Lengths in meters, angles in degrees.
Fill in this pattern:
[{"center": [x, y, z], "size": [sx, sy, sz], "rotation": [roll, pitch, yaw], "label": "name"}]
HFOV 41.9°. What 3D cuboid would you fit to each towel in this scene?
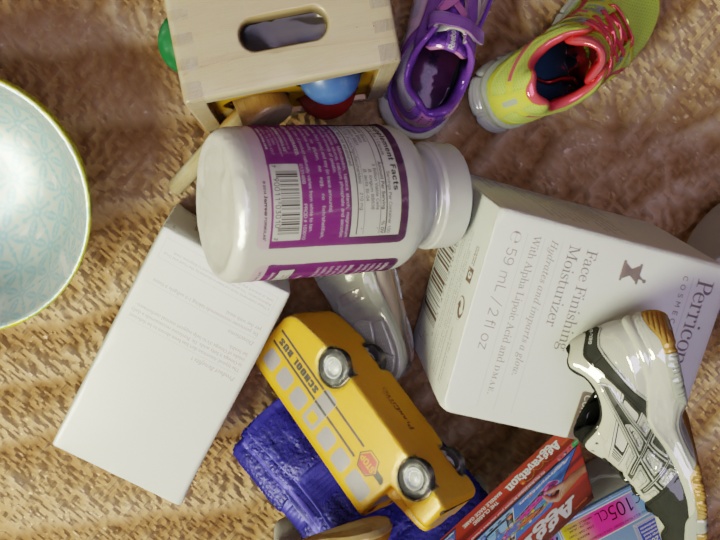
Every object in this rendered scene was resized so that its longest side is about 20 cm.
[{"center": [0.000, 0.175, 0.802], "size": [0.147, 0.050, 0.200], "rotation": [-41, 70, -11], "label": "towel"}]

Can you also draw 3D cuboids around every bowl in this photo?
[{"center": [-0.308, -0.063, 0.747], "size": [0.196, 0.108, 0.204], "rotation": [-3, 107, -9], "label": "bowl"}]

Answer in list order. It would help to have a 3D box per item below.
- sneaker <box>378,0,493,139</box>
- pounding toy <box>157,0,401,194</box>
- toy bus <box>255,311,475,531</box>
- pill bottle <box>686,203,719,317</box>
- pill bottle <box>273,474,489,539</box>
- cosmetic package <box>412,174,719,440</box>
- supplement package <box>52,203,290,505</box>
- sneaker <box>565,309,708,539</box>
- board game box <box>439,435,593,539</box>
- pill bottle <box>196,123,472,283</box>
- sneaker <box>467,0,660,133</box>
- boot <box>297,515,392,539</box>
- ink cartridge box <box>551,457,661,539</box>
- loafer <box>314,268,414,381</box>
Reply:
[{"center": [0.072, -0.206, 0.769], "size": [0.079, 0.089, 0.204], "rotation": [13, 100, -7], "label": "sneaker"}, {"center": [-0.077, -0.155, 0.730], "size": [0.196, 0.184, 0.145], "rotation": [-12, 92, -3], "label": "pounding toy"}, {"center": [0.002, 0.122, 0.756], "size": [0.078, 0.065, 0.201], "rotation": [-47, 67, 22], "label": "toy bus"}, {"center": [0.387, 0.027, 0.841], "size": [0.199, 0.112, 0.112], "rotation": [42, 96, -13], "label": "pill bottle"}, {"center": [0.027, 0.256, 0.854], "size": [0.196, 0.112, 0.114], "rotation": [-16, 104, -2], "label": "pill bottle"}, {"center": [0.166, 0.033, 0.791], "size": [0.196, 0.165, 0.168], "rotation": [13, 103, -9], "label": "cosmetic package"}, {"center": [-0.154, 0.066, 0.790], "size": [0.115, 0.117, 0.202], "rotation": [28, 98, -12], "label": "supplement package"}, {"center": [0.207, 0.127, 0.707], "size": [0.086, 0.076, 0.204], "rotation": [-13, 105, 16], "label": "sneaker"}, {"center": [0.112, 0.225, 0.779], "size": [0.199, 0.019, 0.104], "rotation": [-39, 137, -12], "label": "board game box"}, {"center": [-0.018, -0.054, 0.716], "size": [0.196, 0.112, 0.115], "rotation": [-4, 104, -26], "label": "pill bottle"}, {"center": [0.185, -0.178, 0.772], "size": [0.199, 0.090, 0.079], "rotation": [-39, 105, -16], "label": "sneaker"}, {"center": [-0.021, 0.275, 0.718], "size": [0.070, 0.200, 0.147], "rotation": [-7, 72, -38], "label": "boot"}, {"center": [0.242, 0.294, 0.906], "size": [0.135, 0.076, 0.203], "rotation": [-26, 105, 0], "label": "ink cartridge box"}, {"center": [0.000, 0.000, 0.826], "size": [0.071, 0.063, 0.204], "rotation": [-15, 90, 26], "label": "loafer"}]
